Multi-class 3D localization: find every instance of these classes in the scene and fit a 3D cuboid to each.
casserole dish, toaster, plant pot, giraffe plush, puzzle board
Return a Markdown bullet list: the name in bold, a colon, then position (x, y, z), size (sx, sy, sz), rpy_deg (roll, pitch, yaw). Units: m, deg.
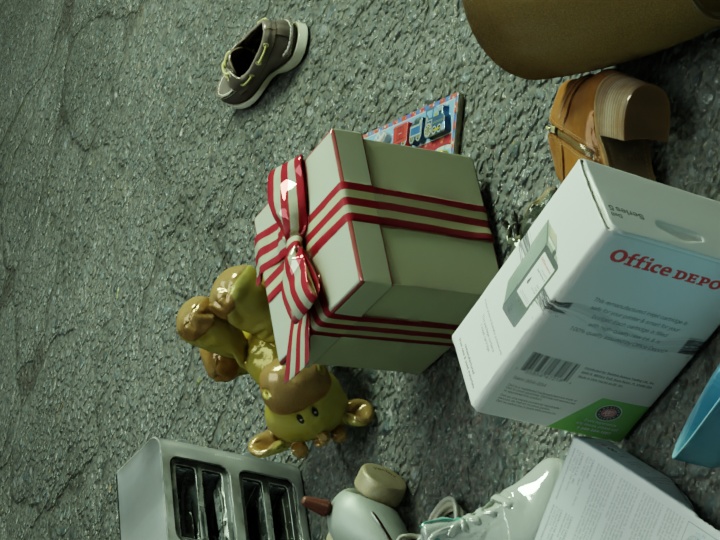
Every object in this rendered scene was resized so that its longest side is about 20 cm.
- **casserole dish**: position (0.278, 0.061, 1.239), size (0.121, 0.039, 0.201), rpy_deg (-51, -9, -46)
- **toaster**: position (-0.157, 0.282, 1.892), size (0.119, 0.180, 0.201), rpy_deg (-50, 36, 39)
- **plant pot**: position (0.211, -0.247, 1.446), size (0.199, 0.185, 0.188), rpy_deg (7, 85, 51)
- **giraffe plush**: position (-0.075, 0.103, 1.833), size (0.172, 0.200, 0.163), rpy_deg (-35, 49, 19)
- **puzzle board**: position (0.042, -0.088, 1.854), size (0.200, 0.017, 0.152), rpy_deg (-18, 62, 60)

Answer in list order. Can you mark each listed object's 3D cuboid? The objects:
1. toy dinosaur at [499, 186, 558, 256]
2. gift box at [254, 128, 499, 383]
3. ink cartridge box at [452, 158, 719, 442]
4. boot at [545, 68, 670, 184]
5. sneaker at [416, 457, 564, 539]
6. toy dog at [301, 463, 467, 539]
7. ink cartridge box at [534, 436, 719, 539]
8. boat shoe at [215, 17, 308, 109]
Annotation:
- **toy dinosaur**: position (0.145, 0.005, 1.531), size (0.088, 0.047, 0.201), rpy_deg (-89, -5, -57)
- **gift box**: position (0.000, 0.000, 1.694), size (0.200, 0.186, 0.186), rpy_deg (-49, 44, 42)
- **ink cartridge box**: position (0.185, 0.027, 1.382), size (0.200, 0.145, 0.084), rpy_deg (-56, 32, 34)
- **boot**: position (0.194, -0.067, 1.505), size (0.155, 0.073, 0.202), rpy_deg (-155, 79, -70)
- **sneaker**: position (0.092, 0.221, 1.472), size (0.200, 0.088, 0.075), rpy_deg (-51, 7, -7)
- **toy dog**: position (0.007, 0.254, 1.678), size (0.200, 0.096, 0.133), rpy_deg (15, 92, 63)
- **ink cartridge box**: position (0.212, 0.241, 1.367), size (0.199, 0.057, 0.164), rpy_deg (30, 106, 41)
- **boat shoe**: position (-0.135, -0.257, 2.222), size (0.200, 0.059, 0.072), rpy_deg (-28, 55, 56)
